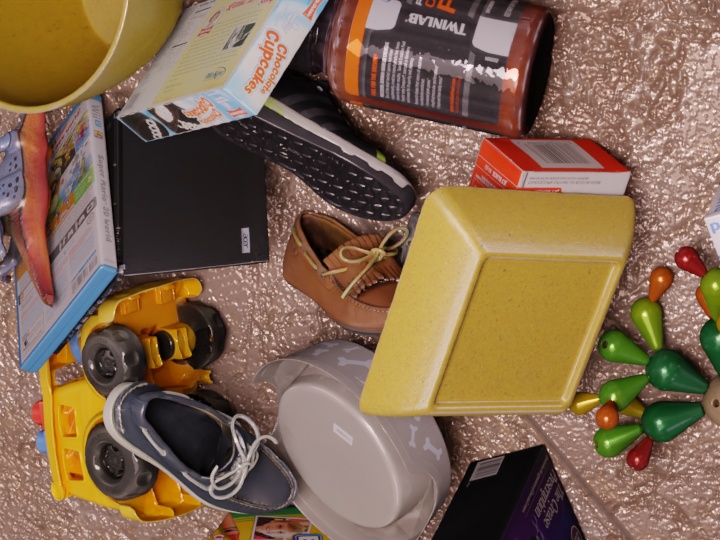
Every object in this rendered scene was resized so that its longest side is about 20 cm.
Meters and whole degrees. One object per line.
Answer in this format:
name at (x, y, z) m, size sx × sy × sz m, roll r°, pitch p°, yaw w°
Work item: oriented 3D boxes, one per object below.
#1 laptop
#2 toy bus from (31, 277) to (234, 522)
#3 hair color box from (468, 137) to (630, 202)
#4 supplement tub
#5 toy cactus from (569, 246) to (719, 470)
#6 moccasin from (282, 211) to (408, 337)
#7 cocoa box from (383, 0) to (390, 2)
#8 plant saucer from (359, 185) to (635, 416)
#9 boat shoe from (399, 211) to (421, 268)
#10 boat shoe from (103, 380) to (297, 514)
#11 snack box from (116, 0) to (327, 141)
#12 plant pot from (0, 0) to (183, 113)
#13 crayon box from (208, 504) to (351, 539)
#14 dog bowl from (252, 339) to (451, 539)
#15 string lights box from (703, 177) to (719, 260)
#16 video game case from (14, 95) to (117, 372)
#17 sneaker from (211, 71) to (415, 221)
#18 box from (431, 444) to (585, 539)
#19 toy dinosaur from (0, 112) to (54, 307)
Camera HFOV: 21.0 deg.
laptop at (-0.172, -0.041, 1.623) m, size 0.103 × 0.178 × 0.200 m, roll 17°, pitch 140°, yaw -28°
toy bus at (-0.222, 0.109, 1.713) m, size 0.191 × 0.135 × 0.201 m, roll 2°, pitch 102°, yaw 38°
hair color box at (0.130, -0.003, 1.551) m, size 0.064 × 0.111 × 0.201 m, roll 47°, pitch 130°, yaw 46°
supplement tub at (0.045, -0.173, 1.517) m, size 0.199 × 0.107 × 0.107 m, roll 13°, pitch 114°, yaw 12°
toy cactus at (0.270, 0.090, 1.567) m, size 0.165 × 0.102 × 0.201 m, roll 26°, pitch 108°, yaw -4°
moccasin at (0.002, 0.000, 1.573) m, size 0.073 × 0.201 × 0.078 m, roll -8°, pitch 112°, yaw -23°
cocoa box at (-0.031, -0.310, 1.472) m, size 0.199 × 0.131 × 0.134 m, roll 23°, pitch 116°, yaw 8°
plant saucer at (0.117, 0.037, 1.496) m, size 0.199 × 0.048 × 0.201 m, roll 2°, pitch 118°, yaw -32°
boat shoe at (0.049, 0.041, 1.627) m, size 0.066 × 0.072 × 0.202 m, roll 26°, pitch 120°, yaw 21°
boat shoe at (-0.122, 0.150, 1.618) m, size 0.200 × 0.075 × 0.062 m, roll 39°, pitch 158°, yaw -31°
snack box at (-0.110, -0.165, 1.511) m, size 0.037 × 0.116 × 0.200 m, roll 38°, pitch 160°, yaw -23°
plant pot at (-0.222, -0.226, 1.548) m, size 0.199 × 0.142 × 0.201 m, roll 3°, pitch 95°, yaw 31°
crayon box at (-0.057, 0.277, 1.677) m, size 0.172 × 0.200 × 0.059 m, roll 7°, pitch 113°, yaw 15°
dog bowl at (-0.006, 0.147, 1.645) m, size 0.200 × 0.059 × 0.201 m, roll 31°, pitch 139°, yaw 31°
string lights box at (0.332, 0.025, 1.505) m, size 0.059 × 0.103 × 0.201 m, roll -17°, pitch 105°, yaw 24°
video game case at (-0.251, -0.034, 1.625) m, size 0.018 × 0.201 × 0.143 m, roll 18°, pitch 132°, yaw -31°
sneaker at (-0.032, -0.120, 1.575) m, size 0.200 × 0.083 × 0.072 m, roll 32°, pitch 148°, yaw -1°
box at (0.127, 0.255, 1.609) m, size 0.079 × 0.200 × 0.142 m, roll -16°, pitch 106°, yaw 23°
toy dinosaur at (-0.273, -0.078, 1.631) m, size 0.199 × 0.105 × 0.182 m, roll 25°, pitch 86°, yaw 25°
